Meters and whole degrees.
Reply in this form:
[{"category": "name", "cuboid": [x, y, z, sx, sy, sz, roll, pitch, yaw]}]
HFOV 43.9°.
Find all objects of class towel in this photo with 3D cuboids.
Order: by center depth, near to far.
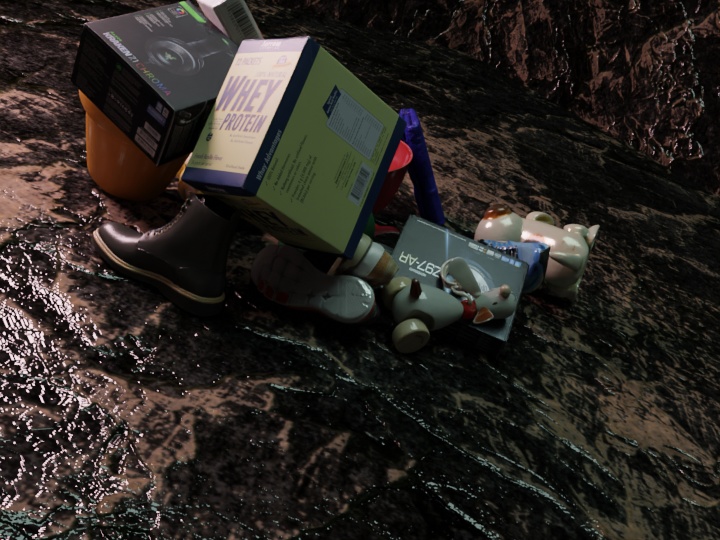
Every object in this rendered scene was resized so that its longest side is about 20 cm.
[{"category": "towel", "cuboid": [0.107, -0.191, 1.667, 0.049, 0.203, 0.148, -15, 21, 4]}]

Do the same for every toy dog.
[{"category": "toy dog", "cuboid": [0.119, 0.034, 1.197, 0.198, 0.097, 0.132, -26, 62, -30]}, {"category": "toy dog", "cuboid": [0.290, -0.032, 1.537, 0.197, 0.142, 0.194, 20, 18, 16]}]

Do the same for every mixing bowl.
[{"category": "mixing bowl", "cuboid": [-0.012, -0.161, 1.555, 0.196, 0.110, 0.201, 3, 31, -2]}]

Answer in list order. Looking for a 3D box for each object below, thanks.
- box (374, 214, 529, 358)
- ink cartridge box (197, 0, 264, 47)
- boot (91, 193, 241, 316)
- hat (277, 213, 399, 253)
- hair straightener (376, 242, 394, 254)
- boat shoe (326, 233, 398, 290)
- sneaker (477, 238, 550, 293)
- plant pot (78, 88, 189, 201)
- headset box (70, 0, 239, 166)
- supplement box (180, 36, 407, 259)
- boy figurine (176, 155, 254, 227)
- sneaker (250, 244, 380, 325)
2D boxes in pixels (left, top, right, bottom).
[{"category": "box", "cuboid": [0.134, 0.020, 1.306, 0.197, 0.044, 0.161, 23, 50, 5]}, {"category": "ink cartridge box", "cuboid": [-0.173, -0.332, 1.306, 0.050, 0.163, 0.200, -30, 27, -3]}, {"category": "boot", "cuboid": [-0.235, -0.051, 1.104, 0.198, 0.140, 0.077, 26, 23, 15]}, {"category": "hat", "cuboid": [-0.003, -0.041, 1.369, 0.176, 0.201, 0.165, 48, -20, -27]}, {"category": "hair straightener", "cuboid": [0.110, -0.007, 1.383, 0.197, 0.078, 0.041, 19, 12, -3]}, {"category": "boat shoe", "cuboid": [0.000, 0.000, 1.229, 0.068, 0.075, 0.200, 34, -7, -6]}, {"category": "sneaker", "cuboid": [0.218, -0.011, 1.410, 0.089, 0.080, 0.199, 18, -13, -28]}, {"category": "plant pot", "cuboid": [-0.315, -0.208, 1.290, 0.197, 0.184, 0.202, 17, 42, -16]}, {"category": "headset box", "cuboid": [-0.239, -0.251, 1.166, 0.174, 0.093, 0.199, 44, 41, 13]}, {"category": "supplement box", "cuboid": [-0.079, -0.151, 1.118, 0.133, 0.203, 0.199, 12, -15, 45]}, {"category": "boy figurine", "cuboid": [-0.229, -0.135, 1.395, 0.123, 0.065, 0.200, -12, 41, -37]}, {"category": "sneaker", "cuboid": [-0.060, 0.032, 1.191, 0.198, 0.078, 0.082, 25, -11, 28]}]
